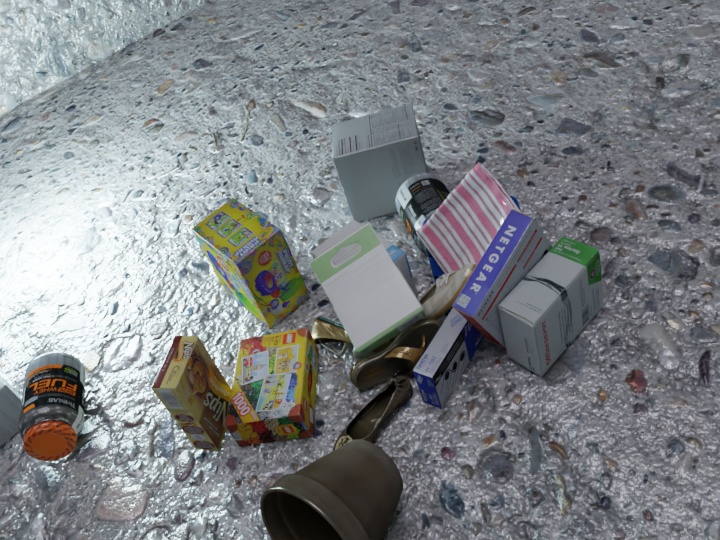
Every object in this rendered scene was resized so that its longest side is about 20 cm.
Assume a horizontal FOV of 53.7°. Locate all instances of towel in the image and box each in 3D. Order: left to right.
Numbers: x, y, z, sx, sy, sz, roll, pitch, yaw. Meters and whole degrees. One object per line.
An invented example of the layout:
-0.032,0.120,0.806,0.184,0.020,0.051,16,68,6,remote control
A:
0.202,-0.083,1.344,0.200,0.030,0.147,-48,65,31,towel

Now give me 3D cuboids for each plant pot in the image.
-0.028,0.363,1.101,0.198,0.203,0.173,16,37,33,plant pot

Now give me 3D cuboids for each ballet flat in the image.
-0.014,0.143,1.402,0.198,0.068,0.064,13,80,34,ballet flat
0.020,0.260,1.268,0.200,0.047,0.067,-43,46,-22,ballet flat

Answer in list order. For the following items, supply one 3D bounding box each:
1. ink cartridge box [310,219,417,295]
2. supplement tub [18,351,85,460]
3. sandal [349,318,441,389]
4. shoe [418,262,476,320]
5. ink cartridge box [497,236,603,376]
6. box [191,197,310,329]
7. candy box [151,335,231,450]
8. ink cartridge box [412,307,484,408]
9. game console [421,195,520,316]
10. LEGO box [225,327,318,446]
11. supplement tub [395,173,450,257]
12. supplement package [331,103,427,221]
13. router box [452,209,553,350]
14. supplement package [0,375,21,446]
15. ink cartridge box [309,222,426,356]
0.000,0.000,1.478,0.125,0.130,0.199,-37,46,-17,ink cartridge box
-0.626,0.276,1.450,0.121,0.124,0.201,-22,43,-1,supplement tub
0.073,0.165,1.318,0.198,0.081,0.054,-31,30,-2,sandal
0.144,0.052,1.342,0.200,0.053,0.070,-49,2,28,shoe
0.341,0.064,1.268,0.200,0.148,0.083,-42,45,-23,ink cartridge box
-0.234,-0.017,1.534,0.122,0.202,0.192,-39,45,-20,box
-0.300,0.228,1.312,0.054,0.202,0.117,-1,46,18,candy box
0.169,0.140,1.296,0.044,0.095,0.201,15,53,33,ink cartridge box
0.237,-0.028,1.407,0.168,0.204,0.118,-11,-5,-26,game console
-0.164,0.221,1.357,0.146,0.078,0.202,-11,44,11,LEGO box
0.159,-0.109,1.532,0.121,0.124,0.201,-22,42,-2,supplement tub
0.052,-0.250,1.665,0.197,0.193,0.148,-13,42,8,supplement package
0.267,0.021,1.270,0.049,0.179,0.202,29,83,40,router box
-0.812,0.316,1.486,0.116,0.118,0.200,26,59,38,supplement package
0.012,0.035,1.329,0.144,0.048,0.202,-32,69,4,ink cartridge box
